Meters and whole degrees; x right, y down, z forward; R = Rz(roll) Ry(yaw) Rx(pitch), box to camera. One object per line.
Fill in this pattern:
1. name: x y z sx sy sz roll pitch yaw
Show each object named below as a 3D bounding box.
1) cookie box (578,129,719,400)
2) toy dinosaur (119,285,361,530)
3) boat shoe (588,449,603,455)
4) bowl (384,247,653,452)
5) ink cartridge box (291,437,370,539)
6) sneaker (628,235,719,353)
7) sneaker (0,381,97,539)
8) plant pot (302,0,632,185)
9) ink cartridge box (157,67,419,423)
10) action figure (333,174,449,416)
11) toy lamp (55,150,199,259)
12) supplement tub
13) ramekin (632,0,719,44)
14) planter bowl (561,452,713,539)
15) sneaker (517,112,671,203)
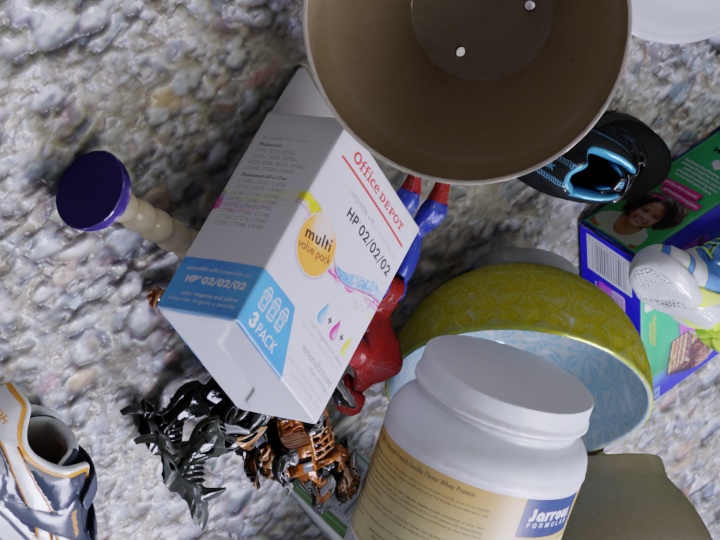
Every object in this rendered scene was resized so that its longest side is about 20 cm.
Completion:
1. cookie box: 0.276 -0.012 1.852 0.200 0.075 0.171 -33 139 -24
2. toy dinosaur: -0.082 0.091 1.529 0.136 0.200 0.102 -37 -175 -1
3. boat shoe: 0.161 0.155 1.877 0.071 0.064 0.200 -21 115 -50
4. bowl: 0.121 0.048 1.689 0.200 0.200 0.108 58 33 -53
5. ink cartridge box: 0.027 0.221 1.758 0.059 0.104 0.200 -43 143 -10
6. sneaker: 0.272 -0.006 1.747 0.105 0.076 0.200 -64 148 -7
7. sneaker: -0.202 0.146 1.467 0.079 0.078 0.200 -40 141 -6
8. plant pot: 0.071 -0.162 1.433 0.201 0.200 0.134 -60 179 12
9. ink cartridge box: -0.034 -0.019 1.445 0.200 0.068 0.115 -62 140 -26
10. action figure: 0.000 0.000 1.585 0.065 0.099 0.200 21 82 -50
11. toy lamp: -0.111 -0.019 1.443 0.058 0.058 0.200 -54 145 4
12. supplement tub: 0.072 0.159 1.565 0.144 0.144 0.200 -1 116 -47
13. ramekin: 0.216 -0.261 1.531 0.202 0.094 0.203 -17 129 -22
14. planter bowl: 0.183 0.216 1.765 0.200 0.200 0.135 12 68 -51
15. sneaker: 0.177 -0.073 1.686 0.200 0.082 0.073 1 118 -49
